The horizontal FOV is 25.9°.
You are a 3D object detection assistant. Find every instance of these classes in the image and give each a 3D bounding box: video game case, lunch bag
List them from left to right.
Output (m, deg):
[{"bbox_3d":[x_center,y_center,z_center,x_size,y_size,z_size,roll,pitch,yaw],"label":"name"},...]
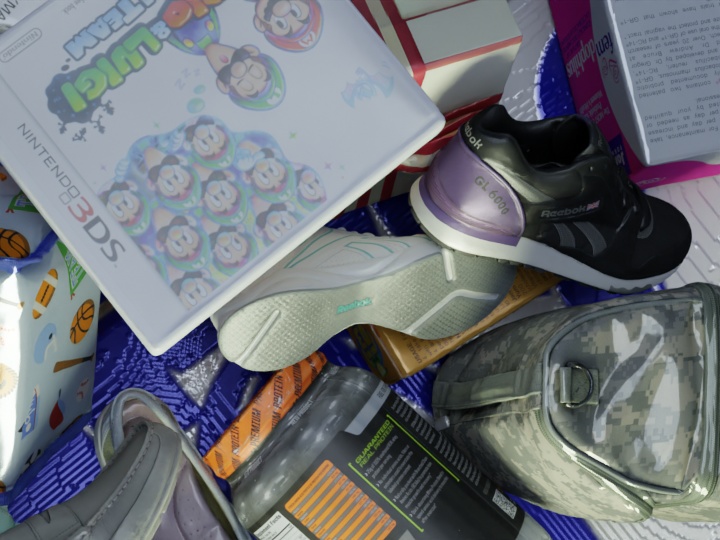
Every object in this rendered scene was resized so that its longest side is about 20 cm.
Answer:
[{"bbox_3d":[-0.257,0.015,0.883,0.199,0.171,0.124,21,31,14],"label":"lunch bag"},{"bbox_3d":[-0.086,-0.087,0.824,0.200,0.024,0.182,-39,86,-12],"label":"video game case"},{"bbox_3d":[0.147,0.081,0.948,0.166,0.200,0.141,9,80,-15],"label":"lunch bag"}]

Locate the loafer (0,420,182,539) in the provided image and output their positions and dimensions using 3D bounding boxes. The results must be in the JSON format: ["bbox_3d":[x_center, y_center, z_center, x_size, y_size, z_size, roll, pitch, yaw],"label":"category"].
[{"bbox_3d":[-0.170,0.162,0.867,0.070,0.070,0.201,39,64,-14],"label":"loafer"}]

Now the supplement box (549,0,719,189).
[{"bbox_3d":[0.196,-0.162,1.049,0.103,0.101,0.202,-12,82,-12],"label":"supplement box"}]

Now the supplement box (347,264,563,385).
[{"bbox_3d":[0.086,-0.003,1.017,0.199,0.067,0.069,-34,87,-15],"label":"supplement box"}]

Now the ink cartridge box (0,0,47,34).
[{"bbox_3d":[-0.192,-0.124,0.936,0.200,0.163,0.057,40,75,-1],"label":"ink cartridge box"}]

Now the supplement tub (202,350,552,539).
[{"bbox_3d":[0.009,0.144,0.947,0.200,0.123,0.123,43,75,-1],"label":"supplement tub"}]

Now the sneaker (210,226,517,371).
[{"bbox_3d":[0.000,0.000,0.935,0.199,0.071,0.080,-8,38,-22],"label":"sneaker"}]

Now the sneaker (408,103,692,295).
[{"bbox_3d":[0.133,-0.045,0.924,0.199,0.088,0.076,8,44,-32],"label":"sneaker"}]

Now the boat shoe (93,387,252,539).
[{"bbox_3d":[-0.104,0.166,0.950,0.074,0.065,0.203,-22,84,-14],"label":"boat shoe"}]

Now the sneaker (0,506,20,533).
[{"bbox_3d":[-0.187,0.189,0.933,0.117,0.074,0.202,-2,73,-24],"label":"sneaker"}]

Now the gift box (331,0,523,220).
[{"bbox_3d":[-0.007,-0.129,0.968,0.183,0.200,0.188,-19,68,-9],"label":"gift box"}]
